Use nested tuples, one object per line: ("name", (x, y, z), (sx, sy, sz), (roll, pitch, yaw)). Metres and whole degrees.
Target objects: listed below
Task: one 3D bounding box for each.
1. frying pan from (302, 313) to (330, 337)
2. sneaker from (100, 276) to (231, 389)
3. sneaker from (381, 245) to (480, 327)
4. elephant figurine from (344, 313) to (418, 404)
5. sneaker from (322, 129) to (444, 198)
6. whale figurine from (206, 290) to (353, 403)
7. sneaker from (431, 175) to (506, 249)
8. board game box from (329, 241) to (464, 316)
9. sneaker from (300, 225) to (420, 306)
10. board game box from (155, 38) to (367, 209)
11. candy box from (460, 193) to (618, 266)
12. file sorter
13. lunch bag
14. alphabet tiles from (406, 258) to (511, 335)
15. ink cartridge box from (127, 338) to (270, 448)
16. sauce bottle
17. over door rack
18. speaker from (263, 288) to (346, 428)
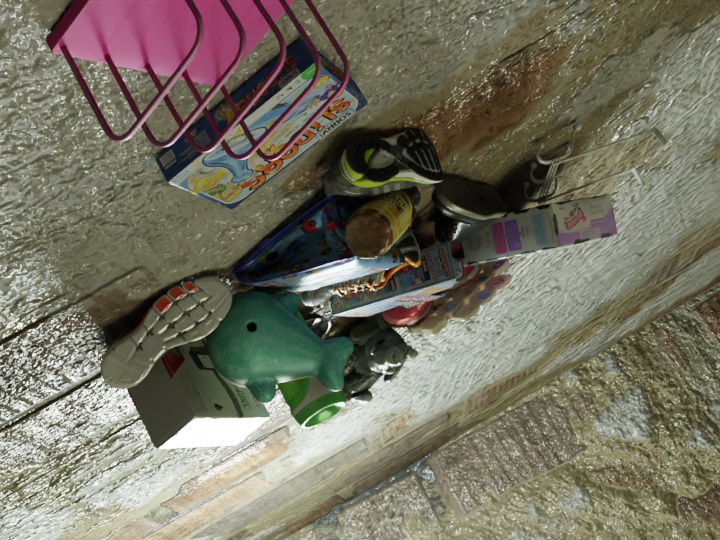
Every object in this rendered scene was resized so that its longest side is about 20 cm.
("frying pan", (-0.131, 0.109, 1.668), (0.189, 0.031, 0.115), (-9, 151, -37))
("sneaker", (-0.261, 0.073, 1.378), (0.199, 0.077, 0.082), (-35, -169, -5))
("sneaker", (0.113, 0.016, 1.769), (0.199, 0.074, 0.087), (-36, 151, -7))
("elephant figurine", (0.035, 0.148, 1.833), (0.141, 0.157, 0.199), (24, 135, -40))
("sneaker", (0.029, -0.129, 1.307), (0.081, 0.075, 0.199), (-26, 166, 41))
("whale figurine", (-0.110, 0.099, 1.401), (0.198, 0.161, 0.104), (16, 160, 3))
("sneaker", (0.140, -0.077, 1.556), (0.106, 0.075, 0.199), (-39, 160, 23))
("board game box", (0.082, 0.017, 1.629), (0.198, 0.062, 0.199), (-20, 167, 29))
("sneaker", (0.000, 0.000, 1.535), (0.199, 0.078, 0.078), (-33, 162, 8))
("board game box", (-0.102, -0.149, 1.099), (0.199, 0.035, 0.135), (-37, 159, 14))
("candy box", (0.286, -0.065, 1.683), (0.167, 0.072, 0.199), (-11, 179, -43))
("file sorter", (-0.124, -0.177, 0.867), (0.139, 0.126, 0.199), (-42, 157, 28))
("lunch bag", (-0.065, -0.014, 1.414), (0.199, 0.095, 0.150), (-27, 165, 24))
("alphabet tiles", (0.170, 0.043, 1.806), (0.200, 0.015, 0.195), (-40, -163, -21))
("ink cartridge box", (-0.238, 0.174, 1.499), (0.083, 0.146, 0.200), (-39, 158, 17))
("sauce bottle", (0.034, -0.073, 1.353), (0.066, 0.066, 0.200), (-40, -175, 24))
("over door rack", (0.360, -0.173, 1.632), (0.198, 0.067, 0.148), (-9, 159, -4))
("speaker", (-0.098, 0.122, 1.497), (0.088, 0.201, 0.089), (-26, 160, -10))
